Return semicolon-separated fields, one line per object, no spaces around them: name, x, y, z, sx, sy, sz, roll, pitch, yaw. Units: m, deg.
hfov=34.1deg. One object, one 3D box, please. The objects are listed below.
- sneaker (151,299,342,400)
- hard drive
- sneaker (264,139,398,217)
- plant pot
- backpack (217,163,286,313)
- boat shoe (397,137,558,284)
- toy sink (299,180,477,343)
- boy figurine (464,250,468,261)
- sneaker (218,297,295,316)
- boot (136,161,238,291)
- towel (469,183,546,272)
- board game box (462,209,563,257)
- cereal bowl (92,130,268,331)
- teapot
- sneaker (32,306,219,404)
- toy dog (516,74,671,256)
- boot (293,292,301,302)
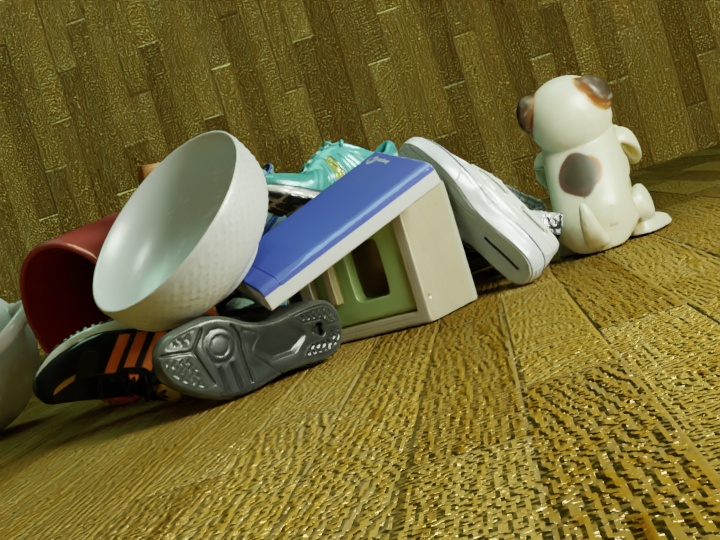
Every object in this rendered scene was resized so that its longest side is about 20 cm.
sneaker;-0.122;0.077;1.093;0.198;0.077;0.114;-16;-1;-43
hard drive;-0.032;-0.042;1.123;0.199;0.026;0.132;-37;22;-13
sneaker;-0.035;-0.103;1.301;0.198;0.081;0.077;-9;-6;-35
plant pot;-0.248;0.019;1.313;0.199;0.202;0.177;-14;18;43
backpack;-0.152;-0.033;1.463;0.199;0.134;0.183;-32;19;50
boat shoe;0.125;-0.070;1.251;0.067;0.200;0.074;-37;-9;-37
toy sink;0.000;0.000;1.235;0.198;0.132;0.112;-14;4;36
boy figurine;0.029;0.011;1.383;0.199;0.065;0.124;-17;-24;40
sneaker;-0.121;0.077;1.303;0.090;0.079;0.199;-41;11;-30
boot;-0.152;-0.051;1.257;0.198;0.157;0.076;-15;5;-40
towel;0.110;-0.063;1.485;0.198;0.087;0.165;23;-19;-17
board game box;0.122;-0.044;1.340;0.197;0.029;0.135;5;-13;-1
cereal bowl;-0.157;-0.026;1.100;0.199;0.083;0.202;-31;38;28
teapot;-0.471;0.124;1.370;0.194;0.203;0.146;0;23;-5
sneaker;-0.215;0.096;1.144;0.198;0.090;0.070;-21;-34;-24
toy dog;0.251;-0.124;1.362;0.138;0.203;0.193;-16;3;33
boot;-0.094;0.040;1.562;0.167;0.077;0.199;-14;1;33
